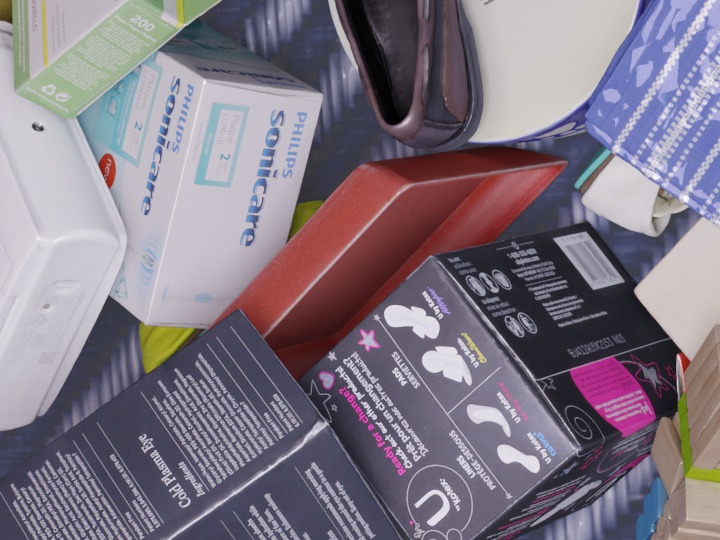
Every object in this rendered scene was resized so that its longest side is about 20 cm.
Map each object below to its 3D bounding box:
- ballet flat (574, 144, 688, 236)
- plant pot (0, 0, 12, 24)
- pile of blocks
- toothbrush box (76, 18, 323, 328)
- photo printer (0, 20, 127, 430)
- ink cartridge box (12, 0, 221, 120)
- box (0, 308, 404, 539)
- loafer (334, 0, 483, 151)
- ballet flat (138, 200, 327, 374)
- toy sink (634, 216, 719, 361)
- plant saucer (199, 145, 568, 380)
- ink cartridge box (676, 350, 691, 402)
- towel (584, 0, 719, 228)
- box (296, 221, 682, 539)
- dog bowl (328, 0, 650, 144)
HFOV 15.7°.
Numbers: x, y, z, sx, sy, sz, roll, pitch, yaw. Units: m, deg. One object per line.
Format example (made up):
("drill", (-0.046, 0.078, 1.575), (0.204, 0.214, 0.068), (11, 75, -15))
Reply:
("ballet flat", (0.179, -0.082, 1.383), (0.070, 0.069, 0.200), (52, 147, 13))
("plant pot", (-0.294, -0.240, 1.573), (0.195, 0.200, 0.195), (13, 103, 28))
("pile of blocks", (0.182, 0.123, 1.322), (0.062, 0.082, 0.201), (9, 118, -11))
("toothbrush box", (-0.119, -0.067, 1.520), (0.200, 0.085, 0.147), (35, 115, 50))
("photo printer", (-0.215, -0.034, 1.520), (0.167, 0.069, 0.200), (-61, 43, 36))
("ink cartridge box", (-0.115, -0.194, 1.457), (0.200, 0.048, 0.146), (-35, 45, 32))
("box", (-0.079, 0.155, 1.367), (0.182, 0.200, 0.104), (-36, 48, -6))
("loafer", (0.015, -0.162, 1.394), (0.072, 0.063, 0.201), (-19, 82, 28))
("ballet flat", (-0.063, -0.002, 1.560), (0.200, 0.067, 0.067), (-38, 56, 29))
("toy sink", (0.266, 0.036, 1.351), (0.200, 0.112, 0.130), (50, 117, 19))
("plant saucer", (0.000, 0.000, 1.442), (0.200, 0.199, 0.037), (-46, 74, 26))
("ink cartridge box", (0.221, 0.134, 1.389), (0.050, 0.109, 0.201), (-6, 94, 30))
("towel", (0.218, -0.074, 1.273), (0.200, 0.024, 0.145), (37, 117, 13))
("box", (0.081, 0.063, 1.405), (0.115, 0.200, 0.132), (-44, 75, 25))
("dog bowl", (0.082, -0.170, 1.443), (0.199, 0.079, 0.201), (4, 98, 28))
